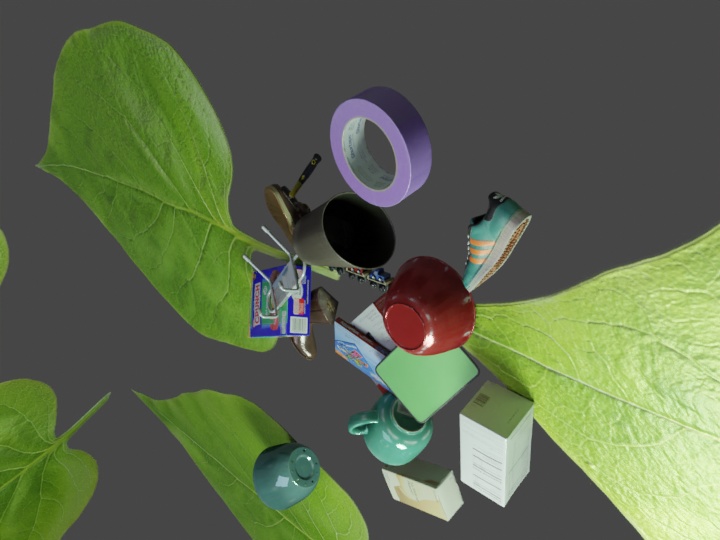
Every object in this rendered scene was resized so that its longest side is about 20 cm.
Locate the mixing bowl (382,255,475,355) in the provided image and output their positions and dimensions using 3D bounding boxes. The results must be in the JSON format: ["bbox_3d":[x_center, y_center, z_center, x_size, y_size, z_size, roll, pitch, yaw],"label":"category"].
[{"bbox_3d":[0.115,0.088,1.286,0.196,0.108,0.206,19,123,32],"label":"mixing bowl"}]

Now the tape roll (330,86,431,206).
[{"bbox_3d":[0.035,-0.222,1.199,0.198,0.065,0.204,32,139,32],"label":"tape roll"}]

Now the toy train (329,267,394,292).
[{"bbox_3d":[0.000,0.000,1.453,0.197,0.034,0.047,21,121,41],"label":"toy train"}]

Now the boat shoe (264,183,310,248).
[{"bbox_3d":[-0.145,-0.123,1.464,0.071,0.072,0.202,23,152,44],"label":"boat shoe"}]

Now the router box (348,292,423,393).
[{"bbox_3d":[0.055,0.170,1.508,0.181,0.048,0.200,52,146,5],"label":"router box"}]

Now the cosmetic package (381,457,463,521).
[{"bbox_3d":[0.154,0.542,1.670,0.197,0.071,0.108,0,118,51],"label":"cosmetic package"}]

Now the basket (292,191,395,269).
[{"bbox_3d":[-0.052,-0.073,1.365,0.178,0.139,0.198,28,163,-28],"label":"basket"}]

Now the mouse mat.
[{"bbox_3d":[0.138,0.211,1.399,0.161,0.008,0.200,48,117,7],"label":"mouse mat"}]

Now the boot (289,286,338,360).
[{"bbox_3d":[-0.110,0.137,1.676,0.197,0.064,0.190,-12,106,49],"label":"boot"}]

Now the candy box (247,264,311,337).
[{"bbox_3d":[-0.205,0.081,1.664,0.198,0.075,0.175,-11,76,54],"label":"candy box"}]

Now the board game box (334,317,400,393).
[{"bbox_3d":[0.016,0.196,1.516,0.198,0.019,0.105,32,137,31],"label":"board game box"}]

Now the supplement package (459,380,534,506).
[{"bbox_3d":[0.272,0.348,1.331,0.108,0.113,0.205,22,133,35],"label":"supplement package"}]

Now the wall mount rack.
[{"bbox_3d":[-0.206,0.005,1.550,0.200,0.073,0.177,-47,50,40],"label":"wall mount rack"}]

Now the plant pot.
[{"bbox_3d":[-0.220,0.646,2.119,0.160,0.200,0.203,-32,93,41],"label":"plant pot"}]

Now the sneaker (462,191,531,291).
[{"bbox_3d":[0.214,-0.049,1.123,0.080,0.071,0.202,46,140,20],"label":"sneaker"}]

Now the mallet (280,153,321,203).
[{"bbox_3d":[-0.139,-0.200,1.458,0.066,0.041,0.201,45,140,9],"label":"mallet"}]

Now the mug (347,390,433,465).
[{"bbox_3d":[0.080,0.357,1.511,0.153,0.182,0.115,53,143,19],"label":"mug"}]
